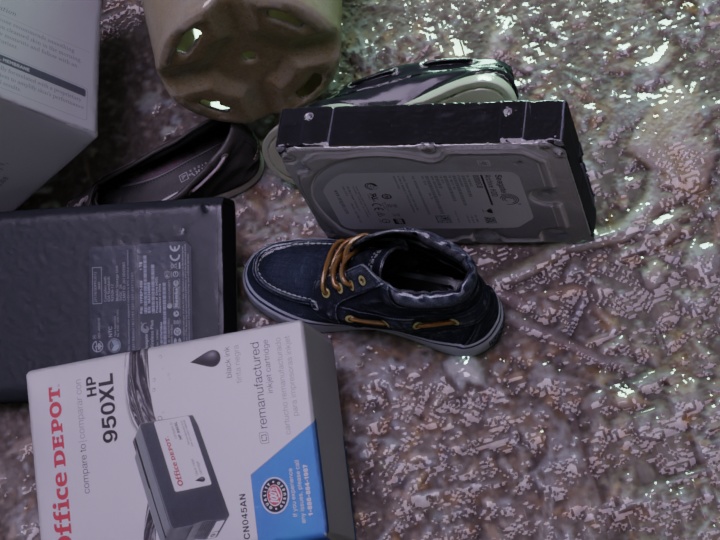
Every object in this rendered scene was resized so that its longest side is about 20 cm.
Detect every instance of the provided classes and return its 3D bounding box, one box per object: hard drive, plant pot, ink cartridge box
[{"bbox_3d":[0.055,-0.064,1.225,0.198,0.140,0.038,0,63,16],"label":"hard drive"},{"bbox_3d":[-0.089,-0.218,1.305,0.198,0.201,0.185,-14,55,10],"label":"plant pot"},{"bbox_3d":[-0.114,0.126,1.192,0.198,0.084,0.146,-11,75,12],"label":"ink cartridge box"},{"bbox_3d":[-0.187,0.023,1.289,0.198,0.033,0.141,-3,84,15],"label":"hard drive"}]

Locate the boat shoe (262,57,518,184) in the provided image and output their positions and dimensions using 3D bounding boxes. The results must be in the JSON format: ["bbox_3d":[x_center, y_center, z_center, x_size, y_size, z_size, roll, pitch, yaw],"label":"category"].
[{"bbox_3d":[0.024,-0.115,1.305,0.198,0.075,0.066,-17,31,24],"label":"boat shoe"}]

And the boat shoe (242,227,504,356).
[{"bbox_3d":[0.000,0.000,1.235,0.198,0.091,0.071,10,66,22],"label":"boat shoe"}]

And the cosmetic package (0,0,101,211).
[{"bbox_3d":[-0.294,-0.159,1.342,0.199,0.122,0.202,-33,47,42],"label":"cosmetic package"}]

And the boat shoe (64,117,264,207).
[{"bbox_3d":[-0.168,-0.058,1.338,0.199,0.057,0.067,-29,58,1],"label":"boat shoe"}]
